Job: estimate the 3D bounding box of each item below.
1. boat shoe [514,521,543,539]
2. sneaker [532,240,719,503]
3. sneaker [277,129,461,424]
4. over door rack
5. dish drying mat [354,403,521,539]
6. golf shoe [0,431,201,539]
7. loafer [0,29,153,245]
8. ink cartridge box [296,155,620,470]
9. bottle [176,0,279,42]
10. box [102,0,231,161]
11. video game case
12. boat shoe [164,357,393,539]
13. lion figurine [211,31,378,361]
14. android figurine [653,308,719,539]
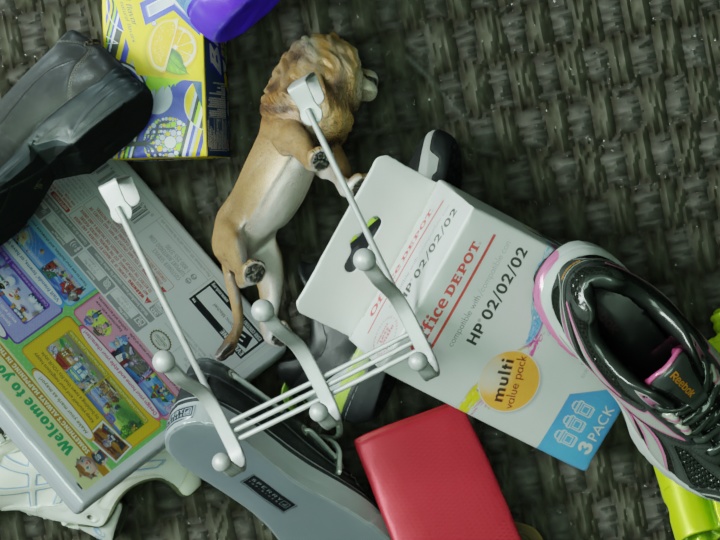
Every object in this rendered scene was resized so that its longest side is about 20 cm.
[{"bbox_3d":[0.086,0.260,1.621,0.074,0.066,0.201,5,72,9],"label":"boat shoe"},{"bbox_3d":[0.181,0.069,1.509,0.200,0.086,0.080,40,89,-8],"label":"sneaker"},{"bbox_3d":[0.000,0.000,1.627,0.083,0.072,0.201,21,95,11],"label":"sneaker"},{"bbox_3d":[-0.060,0.001,1.516,0.147,0.067,0.201,-26,78,12],"label":"over door rack"},{"bbox_3d":[0.066,0.183,1.596,0.077,0.018,0.201,-18,73,-13],"label":"dish drying mat"},{"bbox_3d":[-0.197,0.140,1.667,0.199,0.078,0.098,-23,94,11],"label":"golf shoe"},{"bbox_3d":[-0.224,-0.069,1.591,0.200,0.073,0.072,-37,71,-15],"label":"loafer"},{"bbox_3d":[0.076,0.026,1.570,0.200,0.068,0.115,27,97,-23],"label":"ink cartridge box"},{"bbox_3d":[-0.127,-0.232,1.571,0.065,0.084,0.200,-39,87,-1],"label":"bottle"},{"bbox_3d":[-0.125,-0.171,1.648,0.070,0.064,0.201,-1,91,10],"label":"box"},{"bbox_3d":[-0.175,0.026,1.627,0.182,0.022,0.200,-37,82,-31],"label":"video game case"},{"bbox_3d":[-0.041,0.126,1.621,0.199,0.068,0.074,36,134,-24],"label":"boat shoe"},{"bbox_3d":[-0.053,-0.050,1.625,0.072,0.123,0.200,27,105,-35],"label":"lion figurine"},{"bbox_3d":[0.267,0.105,1.572,0.181,0.041,0.201,-21,65,10],"label":"android figurine"}]
